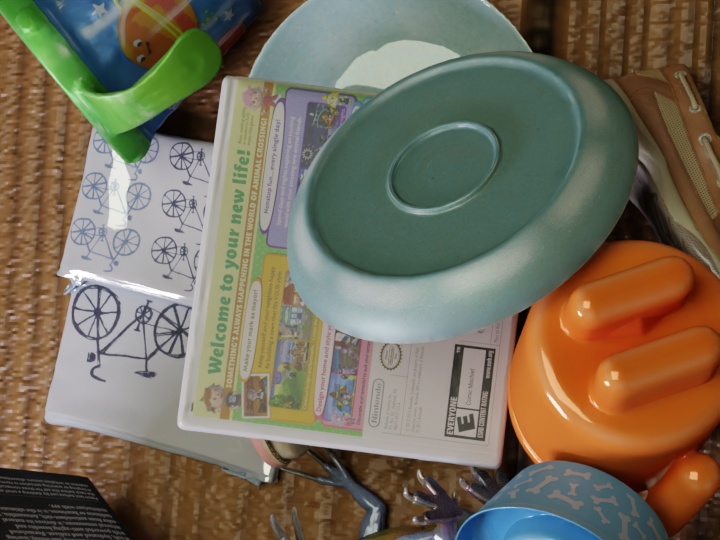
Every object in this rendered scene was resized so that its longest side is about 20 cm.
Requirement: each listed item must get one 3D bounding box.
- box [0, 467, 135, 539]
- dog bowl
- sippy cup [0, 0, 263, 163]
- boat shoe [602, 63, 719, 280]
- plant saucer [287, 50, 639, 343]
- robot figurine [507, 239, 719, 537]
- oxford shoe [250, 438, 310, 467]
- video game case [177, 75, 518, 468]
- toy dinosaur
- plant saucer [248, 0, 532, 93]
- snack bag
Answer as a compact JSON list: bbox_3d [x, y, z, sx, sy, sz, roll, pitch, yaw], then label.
[{"bbox_3d":[-0.198,0.254,1.453,0.198,0.123,0.201,46,115,41],"label":"box"},{"bbox_3d":[0.122,0.182,1.299,0.111,0.201,0.050,4,40,33],"label":"dog bowl"},{"bbox_3d":[-0.136,-0.158,1.511,0.130,0.140,0.178,-40,69,-2],"label":"sippy cup"},{"bbox_3d":[0.192,-0.036,1.336,0.071,0.076,0.201,-26,63,-4],"label":"boat shoe"},{"bbox_3d":[0.048,-0.048,1.298,0.199,0.027,0.201,-16,44,16],"label":"plant saucer"},{"bbox_3d":[0.137,0.056,1.304,0.143,0.200,0.117,31,75,7],"label":"robot figurine"},{"bbox_3d":[-0.036,0.013,1.419,0.073,0.071,0.201,-2,92,19],"label":"oxford shoe"},{"bbox_3d":[0.000,0.000,1.380,0.181,0.022,0.201,7,83,2],"label":"video game case"},{"bbox_3d":[0.004,0.179,1.412,0.200,0.105,0.182,50,127,12],"label":"toy dinosaur"},{"bbox_3d":[0.025,-0.073,1.449,0.200,0.039,0.202,1,93,22],"label":"plant saucer"},{"bbox_3d":[-0.111,0.018,1.532,0.188,0.021,0.201,13,89,29],"label":"snack bag"}]
